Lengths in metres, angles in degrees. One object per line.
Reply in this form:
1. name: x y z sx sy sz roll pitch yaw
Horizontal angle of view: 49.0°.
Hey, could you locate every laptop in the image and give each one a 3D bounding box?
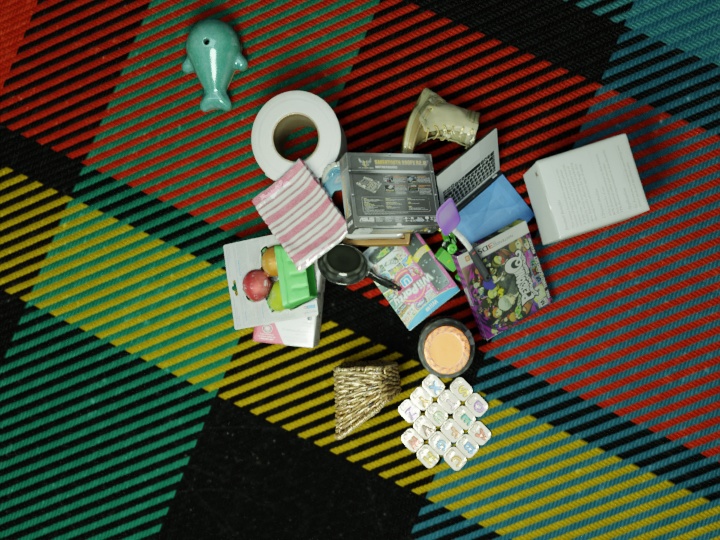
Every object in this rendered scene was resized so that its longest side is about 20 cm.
1. laptop: 0.272 -0.160 1.695 0.186 0.202 0.115 -39 53 -19

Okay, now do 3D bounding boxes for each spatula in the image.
1. spatula: 0.217 -0.055 1.633 0.056 0.020 0.202 -41 108 -19

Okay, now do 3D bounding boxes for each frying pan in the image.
1. frying pan: -0.001 -0.013 1.703 0.185 0.031 0.117 4 131 5

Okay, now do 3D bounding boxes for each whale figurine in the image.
1. whale figurine: -0.334 -0.466 1.787 0.155 0.104 0.206 0 89 5

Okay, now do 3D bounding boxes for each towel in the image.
1. towel: -0.124 -0.115 1.637 0.146 0.030 0.201 -39 70 7

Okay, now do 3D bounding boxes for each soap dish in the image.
1. soap dish: 0.049 -0.144 1.718 0.154 0.081 0.205 -1 69 22

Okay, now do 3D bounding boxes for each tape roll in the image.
1. tape roll: -0.132 -0.281 1.748 0.197 0.139 0.208 0 88 4

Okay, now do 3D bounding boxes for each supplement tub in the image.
1. supplement tub: 0.182 0.161 1.679 0.119 0.200 0.126 0 89 4

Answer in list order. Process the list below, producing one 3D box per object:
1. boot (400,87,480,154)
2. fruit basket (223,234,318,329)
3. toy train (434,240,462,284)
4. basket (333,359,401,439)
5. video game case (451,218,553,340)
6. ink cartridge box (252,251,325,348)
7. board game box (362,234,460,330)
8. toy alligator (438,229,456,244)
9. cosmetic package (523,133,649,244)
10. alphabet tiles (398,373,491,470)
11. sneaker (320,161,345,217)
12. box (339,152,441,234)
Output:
1. boot: 0.176 -0.301 1.722 0.153 0.073 0.202 23 52 1
2. fruit basket: -0.193 0.020 1.701 0.196 0.093 0.190 -12 85 20
3. toy train: 0.242 0.012 1.728 0.199 0.042 0.057 40 93 -17
4. basket: 0.019 0.273 1.692 0.139 0.200 0.153 -3 86 3
5. video game case: 0.308 0.019 1.703 0.178 0.036 0.204 -26 105 -12
6. ink cartridge box: -0.158 0.063 1.770 0.143 0.083 0.205 5 89 6
7. board game box: 0.108 0.007 1.758 0.147 0.064 0.201 -38 86 4
8. toy alligator: 0.197 -0.100 1.754 0.053 0.059 0.204 -25 87 4
9. cosmetic package: 0.472 -0.168 1.674 0.195 0.166 0.171 -16 87 1
10. alphabet tiles: 0.188 0.340 1.768 0.196 0.015 0.200 45 92 4
11. sneaker: -0.065 -0.134 1.688 0.077 0.202 0.091 -3 50 -26
12. box: 0.061 -0.158 1.618 0.195 0.048 0.162 -2 74 -21
